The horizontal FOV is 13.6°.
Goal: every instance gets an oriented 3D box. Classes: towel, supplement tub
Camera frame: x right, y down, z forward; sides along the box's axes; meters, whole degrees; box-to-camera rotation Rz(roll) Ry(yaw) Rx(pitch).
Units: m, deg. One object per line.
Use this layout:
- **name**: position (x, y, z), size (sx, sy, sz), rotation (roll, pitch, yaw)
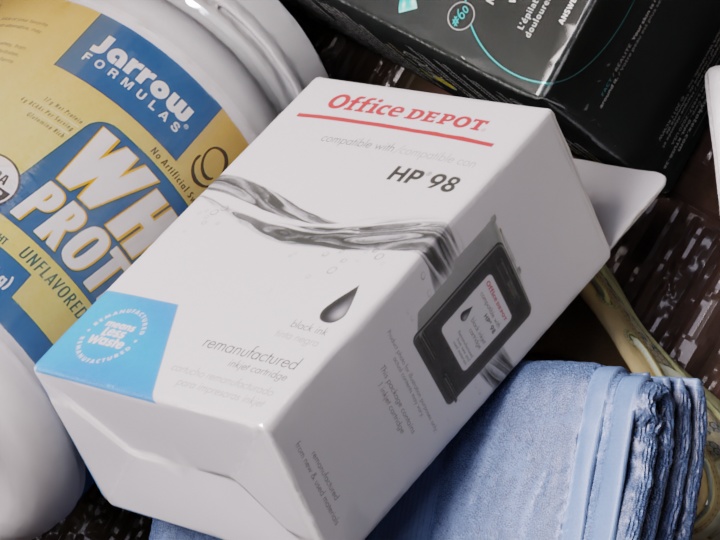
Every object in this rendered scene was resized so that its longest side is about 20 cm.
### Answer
- **towel**: position (0.019, 0.086, 1.026), size (0.199, 0.048, 0.112), rotation (0, 67, 34)
- **supplement tub**: position (-0.112, -0.016, 1.093), size (0.144, 0.145, 0.200), rotation (20, 55, 28)

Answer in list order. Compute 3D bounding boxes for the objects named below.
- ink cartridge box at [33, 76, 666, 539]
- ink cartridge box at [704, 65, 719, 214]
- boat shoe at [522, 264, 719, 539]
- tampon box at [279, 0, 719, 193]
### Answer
- **ink cartridge box**: position (0.000, 0.000, 1.019), size (0.115, 0.067, 0.200), rotation (11, 48, 43)
- **ink cartridge box**: position (0.207, 0.012, 1.027), size (0.160, 0.050, 0.201), rotation (-11, 74, 22)
- **boat shoe**: position (0.066, 0.026, 1.078), size (0.200, 0.063, 0.073), rotation (40, 95, 29)
- **tampon box**: position (0.046, -0.146, 1.098), size (0.199, 0.126, 0.150), rotation (30, 90, 29)
